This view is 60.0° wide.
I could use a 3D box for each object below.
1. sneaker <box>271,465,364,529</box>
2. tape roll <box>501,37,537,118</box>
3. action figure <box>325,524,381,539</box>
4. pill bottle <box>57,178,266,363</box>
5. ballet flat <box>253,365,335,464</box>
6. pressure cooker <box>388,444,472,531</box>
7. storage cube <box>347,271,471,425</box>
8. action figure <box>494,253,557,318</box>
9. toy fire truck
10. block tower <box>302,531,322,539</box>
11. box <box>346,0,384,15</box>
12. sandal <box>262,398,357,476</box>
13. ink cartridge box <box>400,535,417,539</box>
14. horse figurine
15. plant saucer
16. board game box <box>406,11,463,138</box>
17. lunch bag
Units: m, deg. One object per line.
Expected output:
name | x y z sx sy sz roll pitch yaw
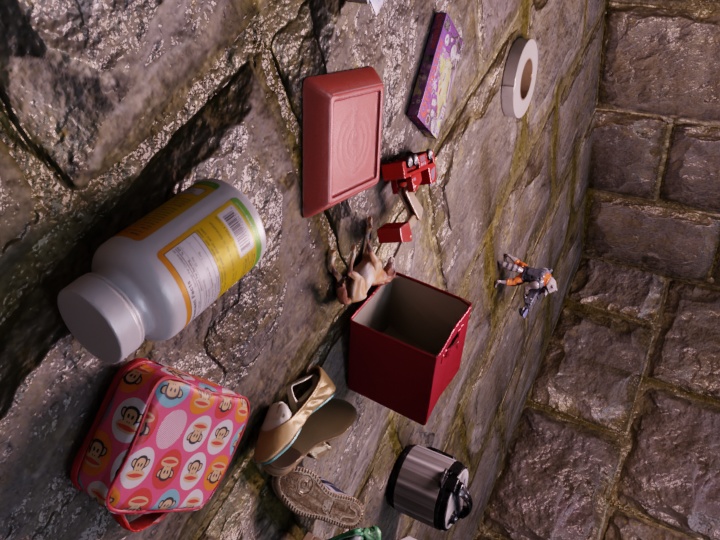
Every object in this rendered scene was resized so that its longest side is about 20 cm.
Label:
sneaker | -0.094 0.389 1.095 0.199 0.108 0.071 38 70 -29
tape roll | 0.425 -0.511 1.663 0.203 0.037 0.206 -41 138 -50
action figure | -0.056 0.495 1.094 0.197 0.055 0.118 -24 155 0
pill bottle | -0.195 -0.001 0.629 0.200 0.110 0.113 -47 142 -43
ballet flat | -0.112 0.220 0.983 0.200 0.068 0.064 -41 110 -52
pressure cooker | 0.189 0.554 1.575 0.175 0.197 0.182 3 100 -62
storage cube | 0.089 0.142 1.176 0.171 0.197 0.182 -46 148 -44
action figure | 0.519 0.039 1.959 0.202 0.191 0.105 -60 149 -27
toy fire truck | 0.089 -0.138 1.143 0.199 0.048 0.144 -32 115 -55
block tower | -0.088 0.608 1.222 0.058 0.053 0.203 -44 140 -44
box | -0.002 -0.464 0.835 0.123 0.047 0.200 -65 152 -18
sandal | -0.092 0.290 1.051 0.211 0.077 0.070 -25 146 -50
ink cartridge box | 0.117 0.854 1.718 0.146 0.083 0.203 29 78 -63
horse figurine | 0.000 0.000 1.083 0.200 0.049 0.135 -47 137 -48
plant saucer | -0.019 -0.198 0.957 0.199 0.036 0.203 -33 132 -52
board game box | 0.147 -0.371 1.202 0.120 0.032 0.204 18 87 -60
lunch bag | -0.223 0.207 0.715 0.179 0.081 0.200 -68 153 -12
